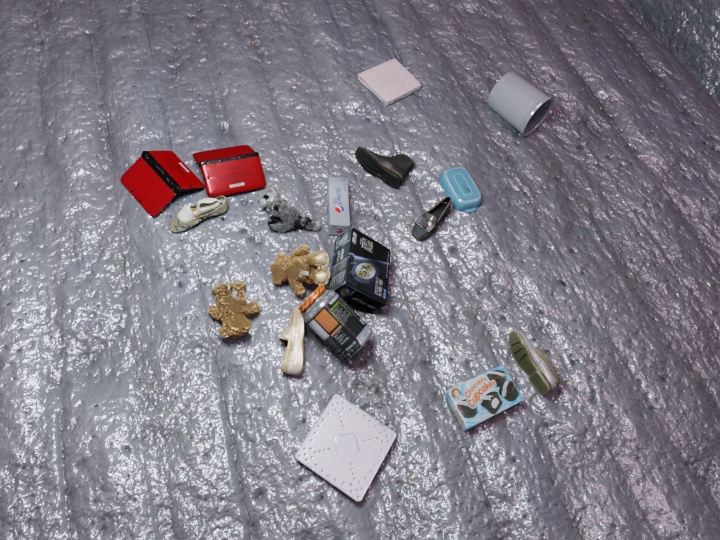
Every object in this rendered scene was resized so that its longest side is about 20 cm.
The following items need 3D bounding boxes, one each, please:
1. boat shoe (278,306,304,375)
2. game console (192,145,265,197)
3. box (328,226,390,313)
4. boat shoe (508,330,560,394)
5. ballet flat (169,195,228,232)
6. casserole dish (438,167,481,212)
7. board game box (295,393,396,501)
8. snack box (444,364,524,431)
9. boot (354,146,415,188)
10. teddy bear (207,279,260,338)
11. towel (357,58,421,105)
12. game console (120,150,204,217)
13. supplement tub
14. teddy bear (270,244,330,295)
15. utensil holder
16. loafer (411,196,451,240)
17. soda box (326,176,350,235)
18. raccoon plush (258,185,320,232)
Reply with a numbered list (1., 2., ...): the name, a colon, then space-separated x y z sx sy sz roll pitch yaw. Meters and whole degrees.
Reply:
1. boat shoe: -0.196 0.193 1.488 0.068 0.074 0.202 4 59 -14
2. game console: -0.441 -0.337 1.782 0.198 0.118 0.174 -16 94 -23
3. box: 0.000 0.000 1.591 0.163 0.086 0.202 28 52 -30
4. boat shoe: 0.515 0.265 1.574 0.068 0.075 0.201 -18 71 -26
5. ballet flat: -0.509 -0.188 1.662 0.199 0.076 0.068 -27 68 -23
6. casserole dish: 0.362 -0.298 1.902 0.120 0.039 0.201 -14 64 -17
7. board game box: -0.037 0.459 1.384 0.199 0.026 0.201 31 60 9
8. snack box: 0.351 0.359 1.504 0.198 0.037 0.117 -20 64 -20
9. boot: 0.090 -0.396 1.900 0.200 0.078 0.139 40 56 -1
10. teddy bear: -0.366 0.110 1.523 0.144 0.067 0.200 -21 58 -31
11. towel: 0.119 -0.764 2.144 0.199 0.032 0.191 -31 70 -24
12. game console: -0.645 -0.287 1.733 0.200 0.119 0.172 45 31 16
13. supplement tub: -0.073 0.142 1.485 0.200 0.122 0.123 46 61 -2
14. teddy bear: -0.171 -0.004 1.571 0.067 0.199 0.146 -20 88 -59
15. utensil holder: 0.626 -0.660 2.090 0.169 0.171 0.200 -35 69 -26
16. loafer: 0.243 -0.184 1.797 0.072 0.063 0.200 37 60 13
17. soda box: -0.075 -0.214 1.760 0.067 0.064 0.202 2 59 -10
18. raccoon plush: -0.236 -0.192 1.730 0.199 0.097 0.135 21 38 -32
